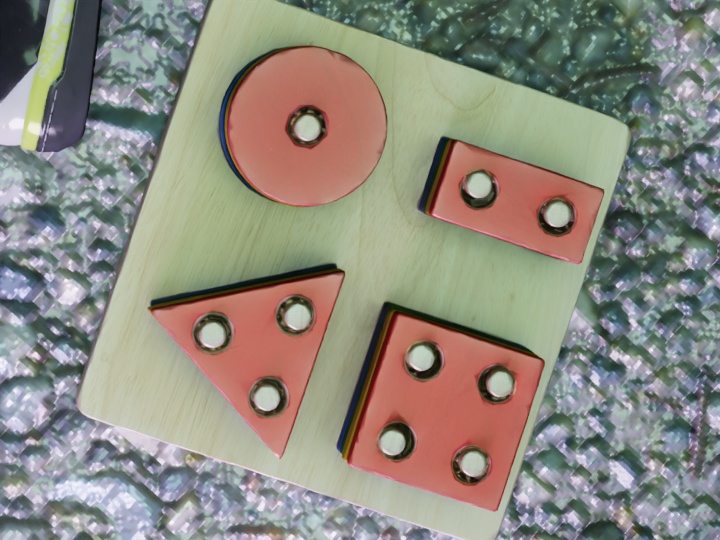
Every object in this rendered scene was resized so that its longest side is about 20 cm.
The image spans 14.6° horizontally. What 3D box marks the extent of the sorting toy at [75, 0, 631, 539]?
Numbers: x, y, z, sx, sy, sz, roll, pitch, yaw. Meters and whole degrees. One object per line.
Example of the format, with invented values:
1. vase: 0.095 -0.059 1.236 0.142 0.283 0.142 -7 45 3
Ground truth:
1. sorting toy: 0.000 0.000 1.227 0.198 0.070 0.201 18 92 -7

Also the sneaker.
1. sneaker: -0.148 -0.146 1.200 0.082 0.072 0.201 7 93 -5
